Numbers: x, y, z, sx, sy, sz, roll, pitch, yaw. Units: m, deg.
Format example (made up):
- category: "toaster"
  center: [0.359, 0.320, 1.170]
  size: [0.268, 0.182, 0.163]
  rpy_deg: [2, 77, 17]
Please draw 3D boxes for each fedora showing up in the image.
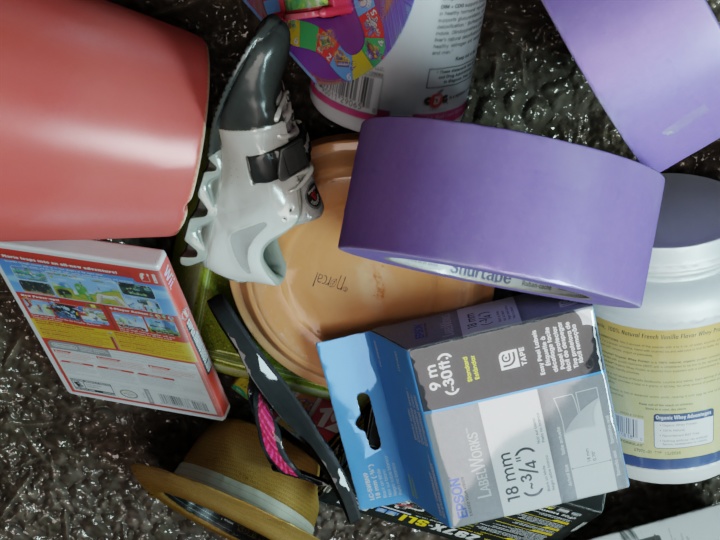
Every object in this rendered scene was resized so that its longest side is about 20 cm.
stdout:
- category: "fedora"
  center: [-0.088, 0.174, 1.225]
  size: [0.200, 0.200, 0.082]
  rpy_deg: [31, 73, -16]

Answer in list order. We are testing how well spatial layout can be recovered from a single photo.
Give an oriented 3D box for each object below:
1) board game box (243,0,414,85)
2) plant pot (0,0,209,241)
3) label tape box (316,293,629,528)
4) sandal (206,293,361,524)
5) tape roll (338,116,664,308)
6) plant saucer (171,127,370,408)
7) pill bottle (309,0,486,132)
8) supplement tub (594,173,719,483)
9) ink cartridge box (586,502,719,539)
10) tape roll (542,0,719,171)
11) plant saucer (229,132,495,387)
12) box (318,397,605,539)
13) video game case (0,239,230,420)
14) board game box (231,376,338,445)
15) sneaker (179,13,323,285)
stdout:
- category: "board game box"
  center: [-0.047, -0.217, 0.994]
  size: [0.200, 0.039, 0.158]
  rpy_deg: [50, 134, 21]
- category: "plant pot"
  center: [-0.204, -0.105, 1.049]
  size: [0.176, 0.201, 0.202]
  rpy_deg: [8, 118, -15]
- category: "label tape box"
  center: [0.080, 0.104, 1.090]
  size: [0.198, 0.063, 0.145]
  rpy_deg: [-14, 108, 3]
- category: "sandal"
  center: [-0.066, 0.110, 1.138]
  size: [0.045, 0.075, 0.201]
  rpy_deg: [-36, 99, -9]
- category: "tape roll"
  center: [0.090, -0.035, 0.976]
  size: [0.198, 0.200, 0.086]
  rpy_deg: [11, 88, -6]
- category: "plant saucer"
  center: [-0.051, 0.011, 1.163]
  size: [0.198, 0.048, 0.201]
  rpy_deg: [14, 113, 0]
- category: "pill bottle"
  center: [0.032, -0.202, 1.033]
  size: [0.112, 0.114, 0.201]
  rpy_deg: [8, 118, -5]
- category: "supplement tub"
  center: [0.230, 0.042, 1.147]
  size: [0.143, 0.145, 0.201]
  rpy_deg: [-5, 119, 2]
- category: "ink cartridge box"
  center: [0.232, 0.266, 1.284]
  size: [0.198, 0.067, 0.116]
  rpy_deg: [-18, 151, 9]
- category: "tape roll"
  center: [0.178, -0.170, 0.993]
  size: [0.085, 0.200, 0.200]
  rpy_deg: [-29, 115, 16]
- category: "plant saucer"
  center: [0.000, 0.000, 1.110]
  size: [0.198, 0.032, 0.202]
  rpy_deg: [2, 112, 6]
- category: "box"
  center: [0.078, 0.170, 1.226]
  size: [0.198, 0.050, 0.160]
  rpy_deg: [17, 154, -9]
- category: "video game case"
  center: [-0.187, 0.043, 1.150]
  size: [0.142, 0.018, 0.201]
  rpy_deg: [8, 145, 18]
- category: "board game box"
  center: [-0.004, 0.053, 1.220]
  size: [0.095, 0.030, 0.200]
  rpy_deg: [39, 109, -18]
- category: "sneaker"
  center: [-0.059, -0.077, 1.035]
  size: [0.088, 0.074, 0.201]
  rpy_deg: [20, 126, 5]
